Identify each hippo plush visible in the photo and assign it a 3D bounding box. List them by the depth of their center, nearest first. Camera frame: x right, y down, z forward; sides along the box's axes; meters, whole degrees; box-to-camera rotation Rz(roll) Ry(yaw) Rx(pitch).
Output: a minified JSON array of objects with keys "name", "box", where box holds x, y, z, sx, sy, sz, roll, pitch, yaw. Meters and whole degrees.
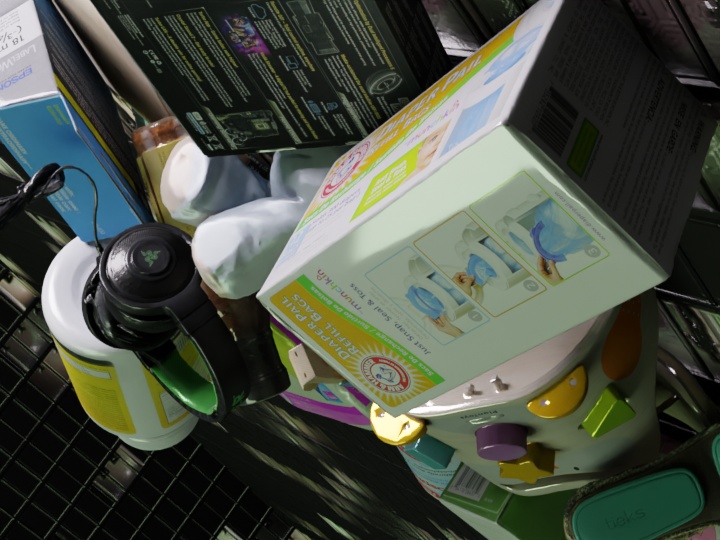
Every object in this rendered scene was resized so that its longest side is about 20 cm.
[{"name":"hippo plush","box":[-0.013,-0.059,0.883,0.197,0.162,0.160,-18,159,21]}]

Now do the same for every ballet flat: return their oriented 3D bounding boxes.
[{"name":"ballet flat","box":[0.223,0.130,0.864,0.069,0.198,0.075,69,-161,4]}]

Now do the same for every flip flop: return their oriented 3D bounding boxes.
[{"name":"flip flop","box":[0.169,0.079,0.951,0.199,0.058,0.081,23,159,44]}]

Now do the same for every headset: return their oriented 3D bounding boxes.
[{"name":"headset","box":[-0.153,0.020,0.890,0.201,0.094,0.123,54,154,0]}]

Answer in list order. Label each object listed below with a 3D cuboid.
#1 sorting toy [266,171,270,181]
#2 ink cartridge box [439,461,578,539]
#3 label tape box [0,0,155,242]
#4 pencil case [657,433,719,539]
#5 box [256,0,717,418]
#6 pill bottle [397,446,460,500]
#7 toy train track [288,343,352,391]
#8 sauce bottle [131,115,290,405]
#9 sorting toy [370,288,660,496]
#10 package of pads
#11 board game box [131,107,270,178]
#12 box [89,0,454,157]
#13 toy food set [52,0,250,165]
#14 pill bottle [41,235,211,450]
[{"name":"sorting toy","box":[0.000,0.000,1.083,0.199,0.070,0.199,33,164,16]},{"name":"ink cartridge box","box":[0.163,0.211,1.025,0.199,0.060,0.104,40,167,-16]},{"name":"label tape box","box":[-0.211,-0.098,0.964,0.145,0.063,0.201,60,-177,-48]},{"name":"pencil case","box":[0.238,0.161,0.984,0.086,0.084,0.199,25,172,-28]},{"name":"box","box":[0.056,-0.027,0.662,0.101,0.113,0.199,41,139,-14]},{"name":"pill bottle","box":[0.088,0.146,1.234,0.108,0.109,0.201,29,163,28]},{"name":"toy train track","box":[-0.002,0.070,0.917,0.199,0.032,0.116,13,-131,-65]},{"name":"sauce bottle","box":[-0.098,-0.009,0.943,0.066,0.065,0.203,0,109,66]},{"name":"sorting toy","box":[0.107,0.091,0.869,0.197,0.108,0.180,-13,142,24]},{"name":"package of pads","box":[-0.055,0.050,1.087,0.154,0.069,0.199,43,164,-20]},{"name":"board game box","box":[-0.139,-0.087,1.222,0.135,0.028,0.200,37,166,4]},{"name":"box","box":[-0.056,-0.142,0.717,0.158,0.044,0.201,-3,145,27]},{"name":"toy food set","box":[-0.156,-0.165,1.003,0.143,0.060,0.201,43,168,29]},{"name":"pill bottle","box":[-0.174,0.061,1.065,0.111,0.112,0.201,32,154,19]}]
